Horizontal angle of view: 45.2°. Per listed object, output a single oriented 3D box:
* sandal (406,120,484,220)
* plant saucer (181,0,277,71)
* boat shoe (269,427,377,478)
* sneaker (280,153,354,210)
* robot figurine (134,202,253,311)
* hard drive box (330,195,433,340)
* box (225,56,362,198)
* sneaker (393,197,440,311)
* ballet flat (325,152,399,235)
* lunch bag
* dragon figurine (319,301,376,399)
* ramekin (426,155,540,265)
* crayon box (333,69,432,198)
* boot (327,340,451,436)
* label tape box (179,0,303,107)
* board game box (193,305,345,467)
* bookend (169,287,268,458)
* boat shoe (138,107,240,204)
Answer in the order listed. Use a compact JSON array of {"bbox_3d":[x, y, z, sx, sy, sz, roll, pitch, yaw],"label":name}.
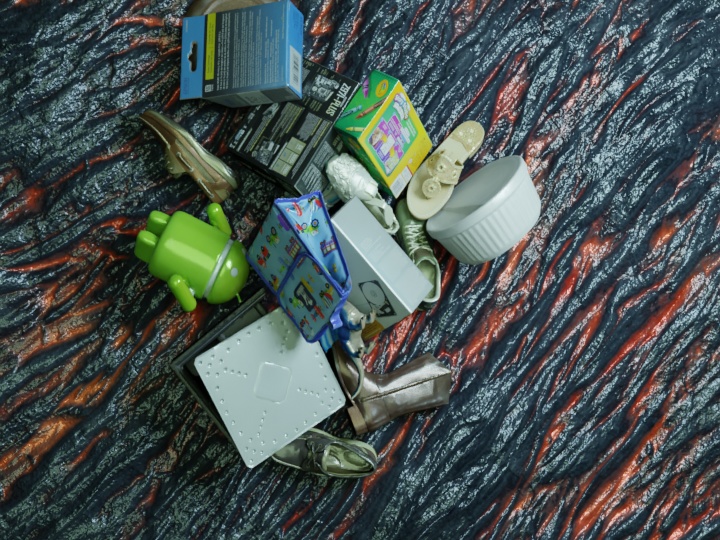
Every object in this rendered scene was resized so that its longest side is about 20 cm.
[{"bbox_3d":[0.147,-0.191,1.501,0.077,0.070,0.213,32,72,14],"label":"sandal"},{"bbox_3d":[-0.210,-0.400,1.489,0.196,0.037,0.205,0,89,-8],"label":"plant saucer"},{"bbox_3d":[-0.064,0.314,1.481,0.196,0.065,0.075,7,89,-8],"label":"boat shoe"},{"bbox_3d":[-0.074,-0.124,1.469,0.075,0.086,0.202,34,85,-46],"label":"sneaker"},{"bbox_3d":[-0.271,-0.021,1.430,0.197,0.116,0.177,27,55,-7],"label":"robot figurine"},{"bbox_3d":[0.000,0.000,1.447,0.201,0.156,0.077,48,53,-4],"label":"hard drive box"},{"bbox_3d":[-0.099,-0.238,1.441,0.162,0.086,0.202,29,83,27],"label":"box"},{"bbox_3d":[0.106,-0.030,1.502,0.066,0.090,0.205,-9,90,-8],"label":"sneaker"},{"bbox_3d":[0.013,-0.124,1.452,0.072,0.072,0.200,-47,138,-7],"label":"ballet flat"},{"bbox_3d":[-0.080,0.006,1.352,0.093,0.151,0.202,-15,65,-36],"label":"lunch bag"},{"bbox_3d":[-0.029,0.104,1.434,0.098,0.059,0.204,13,116,29],"label":"dragon figurine"},{"bbox_3d":[0.216,-0.096,1.475,0.202,0.202,0.095,-41,106,-7],"label":"ramekin"},{"bbox_3d":[0.042,-0.224,1.445,0.058,0.200,0.120,30,80,31],"label":"crayon box"},{"bbox_3d":[0.052,0.171,1.509,0.197,0.064,0.190,-19,89,-13],"label":"boot"},{"bbox_3d":[-0.194,-0.350,1.421,0.196,0.063,0.147,-2,81,20],"label":"label tape box"},{"bbox_3d":[-0.146,0.181,1.406,0.198,0.026,0.203,-31,103,-22],"label":"board game box"},{"bbox_3d":[-0.183,0.169,1.452,0.198,0.092,0.201,-38,96,-8],"label":"bookend"},{"bbox_3d":[-0.295,-0.189,1.452,0.199,0.076,0.074,40,87,-5],"label":"boat shoe"}]
